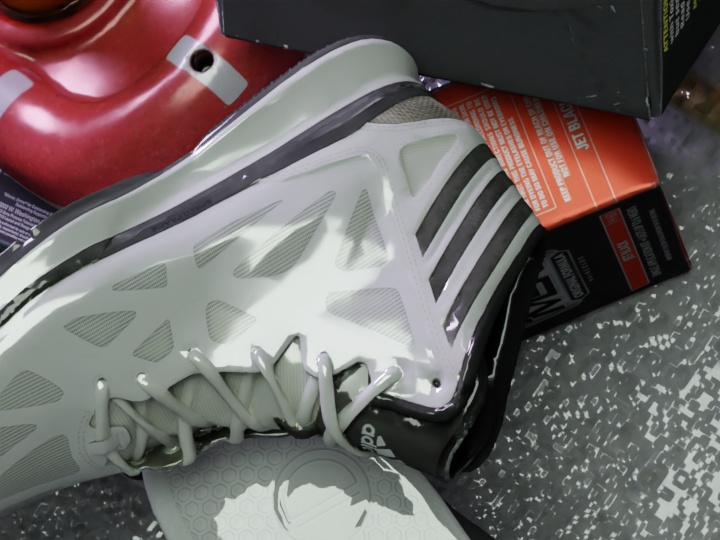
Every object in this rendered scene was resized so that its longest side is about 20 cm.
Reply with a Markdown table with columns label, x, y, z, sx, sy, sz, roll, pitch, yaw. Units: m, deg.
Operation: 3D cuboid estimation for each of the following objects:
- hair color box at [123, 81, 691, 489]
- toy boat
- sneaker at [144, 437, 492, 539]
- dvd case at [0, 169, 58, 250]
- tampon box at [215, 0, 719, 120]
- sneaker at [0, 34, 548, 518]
| label | x | y | z | sx | sy | sz | roll | pitch | yaw |
| --- | --- | --- | --- | --- | --- | --- | --- | --- | --- |
| hair color box | 0.000 | 0.000 | 0.859 | 0.200 | 0.102 | 0.061 | -22 | 70 | 6 |
| toy boat | -0.108 | -0.110 | 0.880 | 0.200 | 0.131 | 0.131 | 38 | 85 | 20 |
| sneaker | 0.020 | 0.109 | 0.812 | 0.200 | 0.099 | 0.071 | 33 | 80 | 9 |
| dvd case | -0.092 | -0.100 | 0.955 | 0.146 | 0.022 | 0.200 | 22 | 80 | 18 |
| tampon box | 0.057 | -0.162 | 0.824 | 0.150 | 0.127 | 0.200 | 12 | 41 | 23 |
| sneaker | -0.033 | 0.029 | 0.741 | 0.200 | 0.076 | 0.115 | -38 | 61 | -11 |
